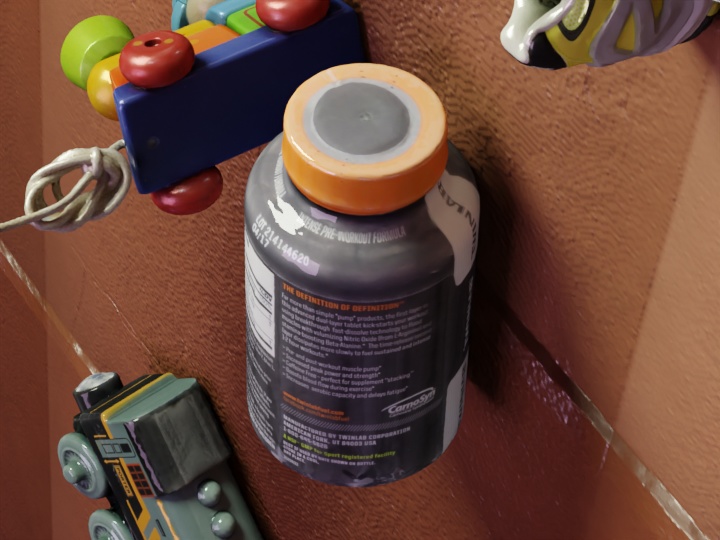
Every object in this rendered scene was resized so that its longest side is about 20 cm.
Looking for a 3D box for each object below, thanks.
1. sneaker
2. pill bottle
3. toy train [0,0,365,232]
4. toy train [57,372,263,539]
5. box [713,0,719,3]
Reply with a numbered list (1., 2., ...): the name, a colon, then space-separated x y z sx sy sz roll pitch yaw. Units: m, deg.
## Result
1. sneaker: 0.070 -0.161 0.915 0.075 0.076 0.200 21 132 60
2. pill bottle: 0.000 0.000 1.196 0.106 0.106 0.200 47 152 32
3. toy train: -0.107 -0.082 1.219 0.116 0.200 0.085 40 149 50
4. toy train: -0.114 0.154 1.636 0.114 0.085 0.200 -8 108 56
5. box: 0.070 -0.185 0.829 0.200 0.044 0.160 26 116 43
